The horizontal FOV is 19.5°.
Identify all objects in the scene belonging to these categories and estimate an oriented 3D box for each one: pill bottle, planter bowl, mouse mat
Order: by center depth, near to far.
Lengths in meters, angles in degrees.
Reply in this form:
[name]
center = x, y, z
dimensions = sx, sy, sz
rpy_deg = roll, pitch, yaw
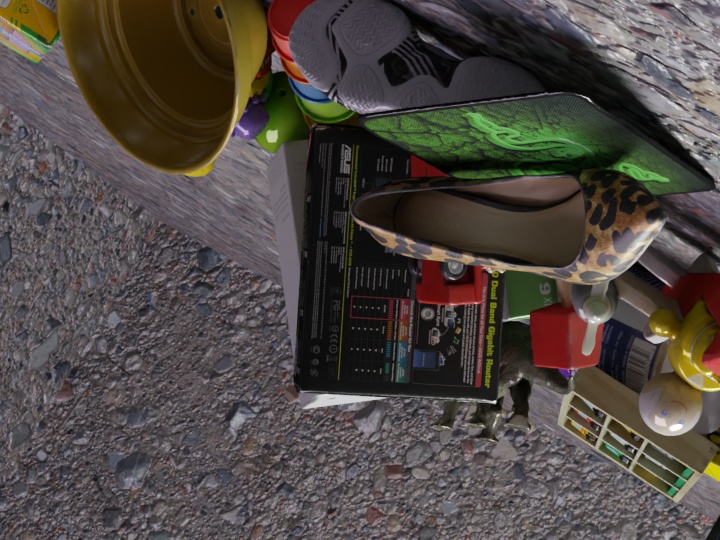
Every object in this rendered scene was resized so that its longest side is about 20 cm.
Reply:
[mouse mat]
center = 0.112, -0.072, 1.311
dimensions = 0.160, 0.008, 0.200
rpy_deg = -4, 164, 34
[planter bowl]
center = -0.127, -0.177, 1.517
dimensions = 0.200, 0.201, 0.083
rpy_deg = 24, -144, 38
[pill bottle]
center = 0.221, 0.052, 1.734
dimensions = 0.200, 0.111, 0.111
rpy_deg = 26, 173, 45

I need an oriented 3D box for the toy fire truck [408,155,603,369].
[toy fire truck]
center = 0.104, -0.027, 1.502
dimensions = 0.140, 0.201, 0.049
rpy_deg = -4, -176, -31

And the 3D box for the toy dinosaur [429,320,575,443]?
[toy dinosaur]
center = 0.107, 0.080, 1.672
dimensions = 0.077, 0.103, 0.200
rpy_deg = 13, 164, -14

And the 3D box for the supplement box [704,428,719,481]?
[supplement box]
center = 0.299, 0.110, 1.827
dimensions = 0.199, 0.109, 0.110
rpy_deg = 29, 174, 23

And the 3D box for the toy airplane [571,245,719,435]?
[toy airplane]
center = 0.236, 0.049, 1.479
dimensions = 0.200, 0.142, 0.199
rpy_deg = 27, 174, 32

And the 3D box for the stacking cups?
[stacking cups]
center = -0.036, -0.155, 1.563
dimensions = 0.060, 0.061, 0.200
rpy_deg = 29, 173, 17

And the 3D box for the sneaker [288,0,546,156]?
[sneaker]
center = 0.047, -0.112, 1.406
dimensions = 0.199, 0.075, 0.115
rpy_deg = 25, 169, 25

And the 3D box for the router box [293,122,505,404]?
[router box]
center = 0.031, -0.005, 1.554
dimensions = 0.149, 0.201, 0.062
rpy_deg = 4, -179, -7

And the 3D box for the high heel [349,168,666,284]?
[high heel]
center = 0.089, -0.031, 1.310
dimensions = 0.142, 0.072, 0.200
rpy_deg = 5, 176, -27

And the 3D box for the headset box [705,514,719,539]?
[headset box]
center = 0.363, 0.181, 1.650
dimensions = 0.093, 0.201, 0.174
rpy_deg = 31, 174, -2

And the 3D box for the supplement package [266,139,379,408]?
[supplement package]
center = 0.000, 0.000, 1.655
dimensions = 0.116, 0.201, 0.117
rpy_deg = -7, 173, -11

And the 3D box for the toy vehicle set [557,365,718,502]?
[toy vehicle set]
center = 0.222, 0.134, 1.711
dimensions = 0.124, 0.027, 0.200
rpy_deg = 33, 171, 10

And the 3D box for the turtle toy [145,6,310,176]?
[turtle toy]
center = -0.107, -0.153, 1.660
dimensions = 0.101, 0.146, 0.200
rpy_deg = -8, 153, 29

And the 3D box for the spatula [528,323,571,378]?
[spatula]
center = 0.155, 0.059, 1.673
dimensions = 0.057, 0.020, 0.200
rpy_deg = 59, 173, 6

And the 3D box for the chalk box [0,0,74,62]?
[chalk box]
center = -0.269, -0.249, 1.658
dimensions = 0.124, 0.125, 0.200
rpy_deg = 32, 175, -11

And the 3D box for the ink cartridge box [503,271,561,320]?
[ink cartridge box]
center = 0.126, -0.014, 1.643
dimensions = 0.059, 0.104, 0.200
rpy_deg = -6, 180, -9
